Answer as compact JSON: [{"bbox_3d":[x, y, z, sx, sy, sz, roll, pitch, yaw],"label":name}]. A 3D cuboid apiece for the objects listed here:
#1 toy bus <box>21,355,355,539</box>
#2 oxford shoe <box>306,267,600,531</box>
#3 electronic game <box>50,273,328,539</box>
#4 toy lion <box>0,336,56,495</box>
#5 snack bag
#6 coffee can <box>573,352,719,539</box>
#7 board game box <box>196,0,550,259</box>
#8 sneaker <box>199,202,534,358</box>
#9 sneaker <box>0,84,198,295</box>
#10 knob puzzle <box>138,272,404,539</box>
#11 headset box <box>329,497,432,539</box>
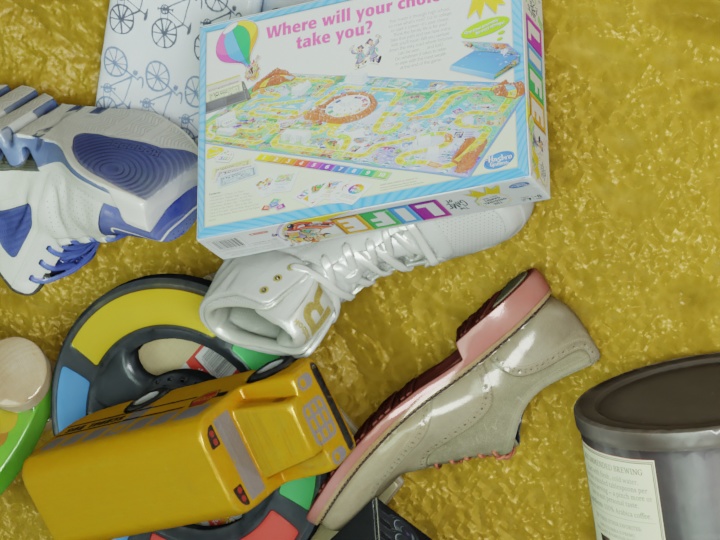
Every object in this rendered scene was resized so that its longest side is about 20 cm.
[{"bbox_3d":[-0.100,0.106,1.367,0.199,0.078,0.065,-15,104,41],"label":"toy bus"},{"bbox_3d":[0.052,0.091,1.358,0.075,0.070,0.200,45,106,-3],"label":"oxford shoe"},{"bbox_3d":[-0.105,0.100,1.446,0.199,0.042,0.201,8,108,26],"label":"electronic game"},{"bbox_3d":[-0.314,0.099,1.526,0.199,0.069,0.192,29,80,18],"label":"toy lion"},{"bbox_3d":[-0.064,-0.142,1.400,0.199,0.021,0.189,22,114,22],"label":"snack bag"},{"bbox_3d":[0.201,0.158,1.269,0.146,0.146,0.201,-3,104,30],"label":"coffee can"},{"bbox_3d":[0.005,-0.089,1.313,0.199,0.034,0.135,-10,67,22],"label":"board game box"},{"bbox_3d":[0.000,0.000,1.342,0.199,0.116,0.074,-8,132,36],"label":"sneaker"},{"bbox_3d":[-0.173,-0.039,1.454,0.199,0.080,0.116,19,129,35],"label":"sneaker"},{"bbox_3d":[-0.085,0.127,1.486,0.219,0.030,0.221,9,109,26],"label":"knob puzzle"},{"bbox_3d":[0.015,0.255,1.366,0.200,0.093,0.174,40,109,-19],"label":"headset box"}]
